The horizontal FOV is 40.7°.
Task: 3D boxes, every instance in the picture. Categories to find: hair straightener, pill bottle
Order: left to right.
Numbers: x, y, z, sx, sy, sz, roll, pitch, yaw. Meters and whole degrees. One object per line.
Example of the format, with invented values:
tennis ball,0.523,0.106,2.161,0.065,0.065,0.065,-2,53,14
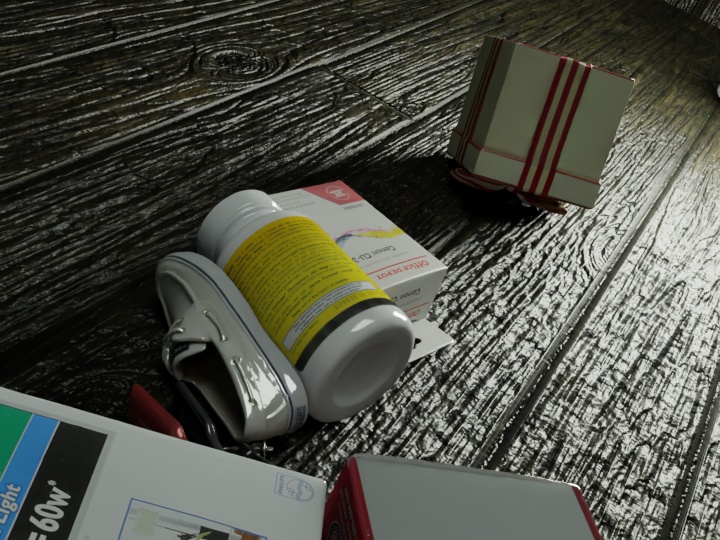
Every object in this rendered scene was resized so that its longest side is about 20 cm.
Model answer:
hair straightener,-0.090,0.120,0.663,0.076,0.041,0.199,-1,12,-35
pill bottle,-0.054,0.022,0.825,0.112,0.113,0.200,-11,46,-42

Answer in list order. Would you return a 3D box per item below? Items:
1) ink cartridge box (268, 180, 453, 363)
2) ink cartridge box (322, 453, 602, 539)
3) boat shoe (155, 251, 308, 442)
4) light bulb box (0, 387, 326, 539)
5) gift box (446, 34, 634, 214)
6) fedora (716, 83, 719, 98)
ink cartridge box,0.000,0.000,0.932,0.200,0.068,0.116,40,36,26
ink cartridge box,0.034,0.224,0.504,0.143,0.201,0.146,11,34,-21
boat shoe,-0.123,0.059,0.774,0.069,0.071,0.200,-14,51,-39
light bulb box,-0.141,0.182,0.458,0.198,0.200,0.125,18,30,-9
gift box,0.221,-0.180,1.232,0.182,0.189,0.200,16,13,-6
fedora,0.766,-0.344,1.884,0.199,0.091,0.177,37,36,10
